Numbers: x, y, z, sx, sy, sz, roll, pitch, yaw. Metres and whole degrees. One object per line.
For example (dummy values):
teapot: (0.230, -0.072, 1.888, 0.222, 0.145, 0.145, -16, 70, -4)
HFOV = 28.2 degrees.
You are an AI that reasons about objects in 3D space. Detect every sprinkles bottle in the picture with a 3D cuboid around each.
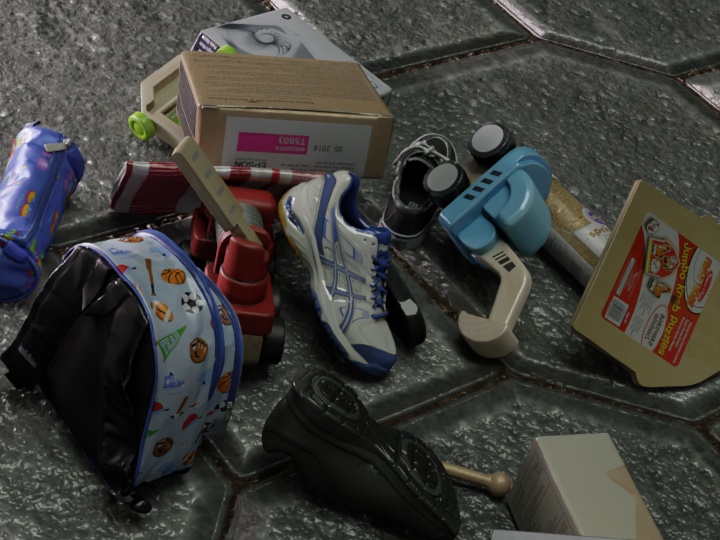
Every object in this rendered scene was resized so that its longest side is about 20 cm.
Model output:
sprinkles bottle: (0.240, -0.032, 1.572, 0.068, 0.068, 0.200, -18, 52, -35)

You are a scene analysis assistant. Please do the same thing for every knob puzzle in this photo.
knob puzzle: (0.322, 0.032, 1.490, 0.219, 0.030, 0.221, 2, 85, -25)

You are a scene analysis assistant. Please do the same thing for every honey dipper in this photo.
honey dipper: (0.042, 0.167, 1.299, 0.199, 0.038, 0.038, 16, 40, -4)

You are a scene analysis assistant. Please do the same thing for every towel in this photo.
towel: (-0.146, -0.079, 1.444, 0.199, 0.144, 0.023, 2, 77, -17)

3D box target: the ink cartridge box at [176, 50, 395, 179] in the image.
ink cartridge box: (-0.082, -0.162, 1.481, 0.199, 0.075, 0.165, 2, 28, -15)

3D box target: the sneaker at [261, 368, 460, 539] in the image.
sneaker: (0.001, 0.173, 1.252, 0.200, 0.091, 0.076, 41, 24, -5)

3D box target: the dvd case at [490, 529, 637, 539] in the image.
dvd case: (0.155, 0.298, 1.107, 0.150, 0.025, 0.201, 0, 52, 24)

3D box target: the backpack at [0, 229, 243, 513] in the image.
backpack: (-0.187, 0.066, 1.212, 0.154, 0.191, 0.200, -24, 54, -39)

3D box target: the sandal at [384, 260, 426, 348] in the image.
sandal: (0.000, 0.000, 1.451, 0.048, 0.076, 0.201, -23, 51, -16)

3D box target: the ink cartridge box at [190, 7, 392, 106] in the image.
ink cartridge box: (-0.098, -0.227, 1.696, 0.199, 0.041, 0.200, 40, 45, 25)

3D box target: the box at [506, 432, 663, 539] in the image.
box: (0.203, 0.243, 1.226, 0.077, 0.095, 0.200, -1, 44, -21)

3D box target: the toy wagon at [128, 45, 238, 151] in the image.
toy wagon: (-0.151, -0.167, 1.591, 0.200, 0.040, 0.155, 35, 58, 20)

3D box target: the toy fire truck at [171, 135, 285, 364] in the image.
toy fire truck: (-0.125, -0.037, 1.332, 0.128, 0.201, 0.176, 7, 33, -12)

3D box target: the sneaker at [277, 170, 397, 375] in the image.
sneaker: (-0.003, 0.001, 1.374, 0.201, 0.088, 0.075, 64, 19, 0)

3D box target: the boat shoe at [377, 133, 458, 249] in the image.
boat shoe: (0.069, -0.107, 1.596, 0.073, 0.068, 0.200, 24, 40, 8)

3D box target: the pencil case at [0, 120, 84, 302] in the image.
pencil case: (-0.323, -0.060, 1.391, 0.078, 0.087, 0.200, 33, 37, -20)

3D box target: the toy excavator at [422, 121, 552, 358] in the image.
toy excavator: (0.143, -0.030, 1.485, 0.194, 0.100, 0.200, -42, 46, -3)
